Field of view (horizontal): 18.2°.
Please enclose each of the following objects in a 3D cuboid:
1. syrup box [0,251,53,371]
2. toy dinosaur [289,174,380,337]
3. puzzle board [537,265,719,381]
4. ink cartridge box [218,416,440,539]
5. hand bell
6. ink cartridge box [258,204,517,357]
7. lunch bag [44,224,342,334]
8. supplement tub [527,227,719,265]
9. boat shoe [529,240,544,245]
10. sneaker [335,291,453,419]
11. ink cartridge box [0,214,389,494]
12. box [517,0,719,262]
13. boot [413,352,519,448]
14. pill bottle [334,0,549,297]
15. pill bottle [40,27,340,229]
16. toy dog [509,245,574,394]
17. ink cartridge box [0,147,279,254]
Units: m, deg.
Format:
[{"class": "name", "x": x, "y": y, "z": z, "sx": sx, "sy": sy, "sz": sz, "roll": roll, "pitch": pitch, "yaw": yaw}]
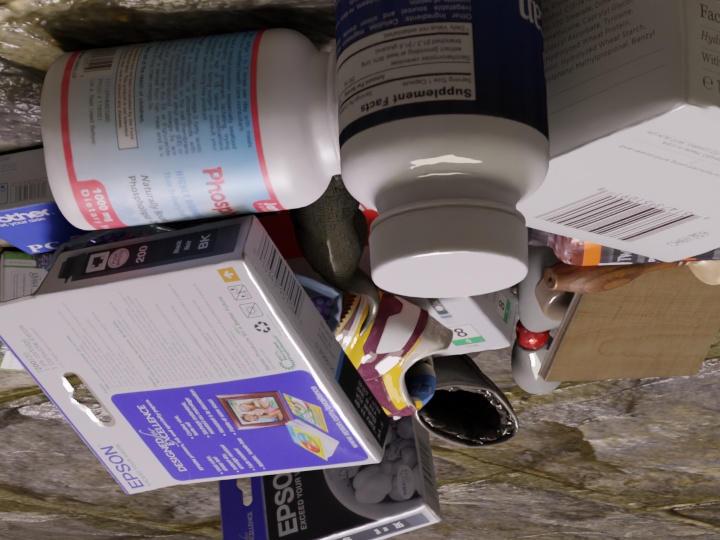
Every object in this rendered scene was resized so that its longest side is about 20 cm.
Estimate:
[{"class": "syrup box", "x": -0.190, "y": 0.036, "z": 1.789, "sx": 0.199, "sy": 0.082, "sz": 0.079, "roll": 2, "pitch": 165, "yaw": -13}, {"class": "toy dinosaur", "x": -0.021, "y": -0.043, "z": 1.458, "sx": 0.077, "sy": 0.201, "sz": 0.102, "roll": 7, "pitch": -156, "yaw": 4}, {"class": "puzzle board", "x": 0.218, "y": 0.011, "z": 1.643, "sx": 0.017, "sy": 0.151, "sz": 0.200, "roll": 36, "pitch": -158, "yaw": 35}, {"class": "ink cartridge box", "x": -0.040, "y": 0.152, "z": 1.912, "sx": 0.199, "sy": 0.199, "sz": 0.043, "roll": -20, "pitch": 142, "yaw": 16}, {"class": "hand bell", "x": 0.212, "y": -0.012, "z": 1.555, "sx": 0.199, "sy": 0.104, "sz": 0.104, "roll": -10, "pitch": 168, "yaw": -28}, {"class": "ink cartridge box", "x": 0.000, "y": 0.000, "z": 1.637, "sx": 0.160, "sy": 0.050, "sz": 0.200, "roll": -9, "pitch": 145, "yaw": 30}, {"class": "lunch bag", "x": -0.127, "y": 0.042, "z": 1.577, "sx": 0.199, "sy": 0.127, "sz": 0.170, "roll": 23, "pitch": 169, "yaw": -4}, {"class": "supplement tub", "x": 0.187, "y": -0.057, "z": 1.480, "sx": 0.199, "sy": 0.107, "sz": 0.107, "roll": -3, "pitch": 163, "yaw": 2}, {"class": "boat shoe", "x": 0.104, "y": -0.052, "z": 1.565, "sx": 0.200, "sy": 0.072, "sz": 0.066, "roll": -4, "pitch": -170, "yaw": -32}, {"class": "sneaker", "x": 0.005, "y": 0.091, "z": 1.662, "sx": 0.090, "sy": 0.075, "sz": 0.200, "roll": 23, "pitch": 145, "yaw": -1}, {"class": "ink cartridge box", "x": -0.110, "y": 0.059, "z": 1.428, "sx": 0.199, "sy": 0.043, "sz": 0.198, "roll": -10, "pitch": 133, "yaw": 26}, {"class": "box", "x": 0.176, "y": -0.104, "z": 1.278, "sx": 0.198, "sy": 0.131, "sz": 0.200, "roll": 12, "pitch": 158, "yaw": -38}, {"class": "boot", "x": 0.074, "y": 0.074, "z": 1.792, "sx": 0.181, "sy": 0.073, "sz": 0.200, "roll": 9, "pitch": -165, "yaw": -34}, {"class": "pill bottle", "x": 0.043, "y": -0.092, "z": 1.181, "sx": 0.111, "sy": 0.201, "sz": 0.111, "roll": -2, "pitch": 164, "yaw": 0}, {"class": "pill bottle", "x": -0.082, "y": -0.087, "z": 1.344, "sx": 0.199, "sy": 0.109, "sz": 0.109, "roll": -5, "pitch": 163, "yaw": 12}, {"class": "toy dog", "x": 0.163, "y": 0.016, "z": 1.696, "sx": 0.096, "sy": 0.132, "sz": 0.200, "roll": -12, "pitch": 167, "yaw": -8}, {"class": "ink cartridge box", "x": -0.165, "y": -0.056, "z": 1.547, "sx": 0.199, "sy": 0.044, "sz": 0.094, "roll": -8, "pitch": 161, "yaw": 22}]
